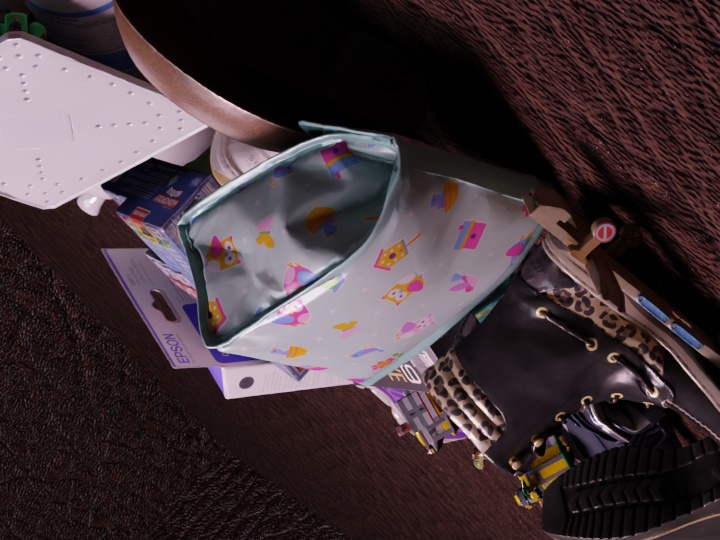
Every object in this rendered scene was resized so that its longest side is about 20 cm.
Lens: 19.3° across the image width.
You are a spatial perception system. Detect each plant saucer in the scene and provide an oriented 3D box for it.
[{"bbox_3d":[-0.087,-0.136,1.442,0.200,0.037,0.201,27,-157,-12],"label":"plant saucer"}]

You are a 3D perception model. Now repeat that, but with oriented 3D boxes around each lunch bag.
[{"bbox_3d":[0.008,-0.022,1.387,0.170,0.200,0.122,14,-130,-47],"label":"lunch bag"}]

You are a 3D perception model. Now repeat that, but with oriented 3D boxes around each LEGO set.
[{"bbox_3d":[0.098,0.127,1.715,0.154,0.116,0.200,59,-170,-10],"label":"LEGO set"}]

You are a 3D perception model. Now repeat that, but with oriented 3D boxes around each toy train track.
[{"bbox_3d":[0.182,0.003,1.338,0.200,0.033,0.115,37,-161,-28],"label":"toy train track"}]

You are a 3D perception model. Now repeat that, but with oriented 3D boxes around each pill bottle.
[{"bbox_3d":[-0.197,-0.223,1.550,0.112,0.112,0.200,36,167,23],"label":"pill bottle"}]

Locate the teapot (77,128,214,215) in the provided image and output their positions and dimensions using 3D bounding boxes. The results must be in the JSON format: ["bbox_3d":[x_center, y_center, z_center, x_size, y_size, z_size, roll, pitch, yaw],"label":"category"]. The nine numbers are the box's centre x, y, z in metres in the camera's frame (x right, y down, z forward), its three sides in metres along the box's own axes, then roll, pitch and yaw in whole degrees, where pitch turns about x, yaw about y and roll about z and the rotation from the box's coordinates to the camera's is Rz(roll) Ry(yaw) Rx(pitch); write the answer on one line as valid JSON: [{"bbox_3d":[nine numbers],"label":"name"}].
[{"bbox_3d":[-0.234,-0.134,1.924,0.200,0.146,0.197,49,166,-32],"label":"teapot"}]

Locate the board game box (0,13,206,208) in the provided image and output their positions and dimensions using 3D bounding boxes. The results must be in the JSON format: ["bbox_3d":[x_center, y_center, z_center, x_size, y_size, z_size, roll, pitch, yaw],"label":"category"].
[{"bbox_3d":[-0.245,-0.115,1.585,0.200,0.026,0.200,-24,150,36],"label":"board game box"}]

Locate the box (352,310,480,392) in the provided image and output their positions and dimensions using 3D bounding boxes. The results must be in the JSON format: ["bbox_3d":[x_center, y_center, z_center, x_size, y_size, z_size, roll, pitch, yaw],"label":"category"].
[{"bbox_3d":[0.000,0.000,1.589,0.200,0.050,0.158,57,156,-19],"label":"box"}]

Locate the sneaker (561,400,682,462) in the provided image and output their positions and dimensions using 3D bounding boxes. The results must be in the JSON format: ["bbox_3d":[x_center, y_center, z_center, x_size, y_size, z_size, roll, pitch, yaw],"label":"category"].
[{"bbox_3d":[0.206,0.116,1.596,0.202,0.077,0.146,47,170,-24],"label":"sneaker"}]

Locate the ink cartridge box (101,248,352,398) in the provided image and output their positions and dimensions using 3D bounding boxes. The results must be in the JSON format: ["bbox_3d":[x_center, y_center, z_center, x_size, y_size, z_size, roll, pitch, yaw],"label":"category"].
[{"bbox_3d":[-0.107,0.039,1.859,0.198,0.199,0.044,-127,42,-50],"label":"ink cartridge box"}]

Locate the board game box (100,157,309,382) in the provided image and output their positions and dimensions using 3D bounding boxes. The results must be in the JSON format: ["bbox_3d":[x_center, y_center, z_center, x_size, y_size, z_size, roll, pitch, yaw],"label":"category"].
[{"bbox_3d":[-0.116,-0.002,1.744,0.200,0.062,0.200,48,167,-24],"label":"board game box"}]

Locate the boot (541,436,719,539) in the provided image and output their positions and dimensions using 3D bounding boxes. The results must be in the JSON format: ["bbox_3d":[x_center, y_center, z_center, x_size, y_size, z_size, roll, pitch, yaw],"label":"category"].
[{"bbox_3d":[0.245,0.186,1.534,0.199,0.078,0.138,-13,141,29],"label":"boot"}]

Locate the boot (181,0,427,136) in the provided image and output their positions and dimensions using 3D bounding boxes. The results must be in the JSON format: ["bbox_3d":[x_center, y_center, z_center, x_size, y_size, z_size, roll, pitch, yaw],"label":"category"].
[{"bbox_3d":[-0.041,-0.150,1.430,0.200,0.074,0.075,35,174,13],"label":"boot"}]

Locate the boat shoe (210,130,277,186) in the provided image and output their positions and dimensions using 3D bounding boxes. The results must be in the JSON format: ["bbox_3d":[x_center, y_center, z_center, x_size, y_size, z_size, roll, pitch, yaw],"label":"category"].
[{"bbox_3d":[-0.070,-0.123,1.556,0.071,0.069,0.200,33,-154,-29],"label":"boat shoe"}]

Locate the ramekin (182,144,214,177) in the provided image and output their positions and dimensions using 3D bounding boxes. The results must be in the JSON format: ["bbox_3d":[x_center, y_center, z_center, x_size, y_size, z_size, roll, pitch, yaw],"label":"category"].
[{"bbox_3d":[-0.051,-0.047,1.768,0.200,0.098,0.200,39,169,10],"label":"ramekin"}]

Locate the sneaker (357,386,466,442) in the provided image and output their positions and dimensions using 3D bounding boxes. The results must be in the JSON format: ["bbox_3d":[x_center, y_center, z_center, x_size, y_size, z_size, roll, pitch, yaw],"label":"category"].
[{"bbox_3d":[0.063,0.110,1.999,0.083,0.081,0.200,10,164,47],"label":"sneaker"}]

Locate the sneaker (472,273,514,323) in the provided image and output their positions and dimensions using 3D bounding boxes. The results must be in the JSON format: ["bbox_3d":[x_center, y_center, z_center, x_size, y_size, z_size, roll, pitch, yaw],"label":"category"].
[{"bbox_3d":[0.083,0.009,1.658,0.079,0.078,0.200,9,168,-14],"label":"sneaker"}]

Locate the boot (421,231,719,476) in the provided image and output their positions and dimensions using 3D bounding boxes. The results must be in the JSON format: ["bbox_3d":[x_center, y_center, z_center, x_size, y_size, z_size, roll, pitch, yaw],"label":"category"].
[{"bbox_3d":[0.153,0.081,1.411,0.200,0.151,0.073,42,-163,-13],"label":"boot"}]

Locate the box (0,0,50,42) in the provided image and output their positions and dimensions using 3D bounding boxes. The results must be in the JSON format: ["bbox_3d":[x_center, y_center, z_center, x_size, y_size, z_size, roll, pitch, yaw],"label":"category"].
[{"bbox_3d":[-0.269,-0.211,1.662,0.117,0.060,0.201,66,-164,-67],"label":"box"}]
